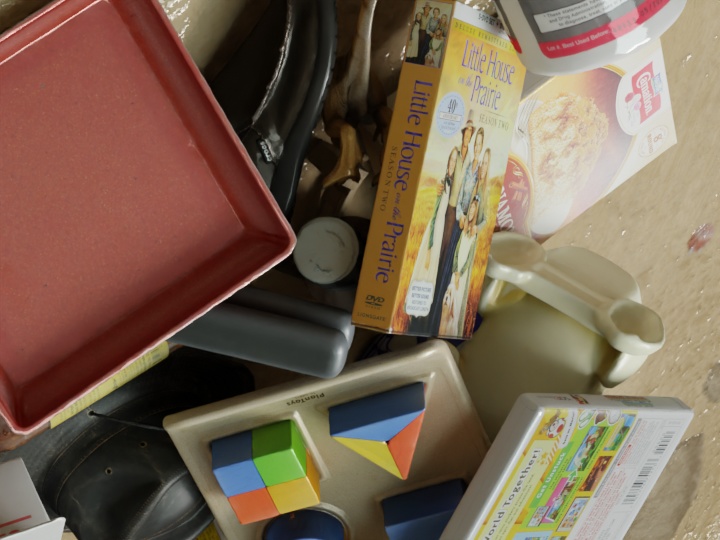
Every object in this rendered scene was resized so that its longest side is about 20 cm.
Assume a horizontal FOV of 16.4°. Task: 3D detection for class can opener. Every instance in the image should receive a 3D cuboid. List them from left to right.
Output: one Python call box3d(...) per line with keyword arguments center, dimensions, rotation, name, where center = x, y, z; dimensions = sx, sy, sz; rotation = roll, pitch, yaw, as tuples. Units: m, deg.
box3d(center=(-0.104, 0.032, 1.498), dimensions=(0.053, 0.200, 0.067), rotation=(-73, 171, -61), name="can opener")

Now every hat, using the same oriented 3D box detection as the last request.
box3d(center=(-0.143, 0.142, 1.633), dimensions=(0.201, 0.081, 0.201), rotation=(-25, 151, -15), name="hat")

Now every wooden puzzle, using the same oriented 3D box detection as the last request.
box3d(center=(-0.006, 0.139, 1.585), dimensions=(0.185, 0.046, 0.200), rotation=(-17, 133, 10), name="wooden puzzle")

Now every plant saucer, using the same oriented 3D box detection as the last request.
box3d(center=(-0.166, -0.043, 1.411), dimensions=(0.200, 0.037, 0.200), rotation=(-35, 109, -13), name="plant saucer")

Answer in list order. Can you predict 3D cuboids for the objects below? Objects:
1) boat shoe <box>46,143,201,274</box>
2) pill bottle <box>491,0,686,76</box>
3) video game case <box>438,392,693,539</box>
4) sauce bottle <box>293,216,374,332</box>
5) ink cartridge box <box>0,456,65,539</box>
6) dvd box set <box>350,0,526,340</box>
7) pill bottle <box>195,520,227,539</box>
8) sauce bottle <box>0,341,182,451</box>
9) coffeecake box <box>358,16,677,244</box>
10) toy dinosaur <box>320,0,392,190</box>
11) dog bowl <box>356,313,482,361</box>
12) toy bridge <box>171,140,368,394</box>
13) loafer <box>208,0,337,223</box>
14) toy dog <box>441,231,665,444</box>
box3d(center=(-0.178, -0.023, 1.464), dimensions=(0.200, 0.069, 0.072), rotation=(-35, 145, -15), name="boat shoe")
box3d(center=(0.107, -0.224, 1.463), dimensions=(0.111, 0.111, 0.200), rotation=(-34, 116, -15), name="pill bottle")
box3d(center=(0.116, 0.167, 1.618), dimensions=(0.182, 0.023, 0.200), rotation=(5, 119, -51), name="video game case")
box3d(center=(0.000, 0.000, 1.581), dimensions=(0.065, 0.065, 0.200), rotation=(-46, 167, 1), name="sauce bottle")
box3d(center=(-0.254, 0.182, 1.540), dimensions=(0.116, 0.068, 0.200), rotation=(-18, 157, -23), name="ink cartridge box")
box3d(center=(0.052, -0.059, 1.524), dimensions=(0.146, 0.029, 0.200), rotation=(10, 92, -68), name="dvd box set")
box3d(center=(-0.048, 0.165, 1.720), dimensions=(0.113, 0.113, 0.200), rotation=(-8, 148, -41), name="pill bottle")
box3d(center=(-0.202, 0.068, 1.538), dimensions=(0.200, 0.066, 0.066), rotation=(-32, 144, -20), name="sauce bottle")
box3d(center=(0.109, -0.094, 1.685), dimensions=(0.200, 0.073, 0.154), rotation=(-37, 145, -12), name="coffeecake box")
box3d(center=(-0.005, -0.107, 1.505), dimensions=(0.060, 0.106, 0.200), rotation=(-11, 168, -9), name="toy dinosaur")
box3d(center=(0.080, 0.099, 1.853), dimensions=(0.200, 0.079, 0.200), rotation=(-27, 143, -23), name="dog bowl")
box3d(center=(-0.057, 0.002, 1.653), dimensions=(0.200, 0.027, 0.067), rotation=(-52, 148, 10), name="toy bridge")
box3d(center=(-0.062, -0.099, 1.499), dimensions=(0.071, 0.073, 0.200), rotation=(12, 110, -8), name="loafer")
box3d(center=(0.102, 0.081, 1.698), dimensions=(0.200, 0.140, 0.194), rotation=(-63, 178, 18), name="toy dog")
